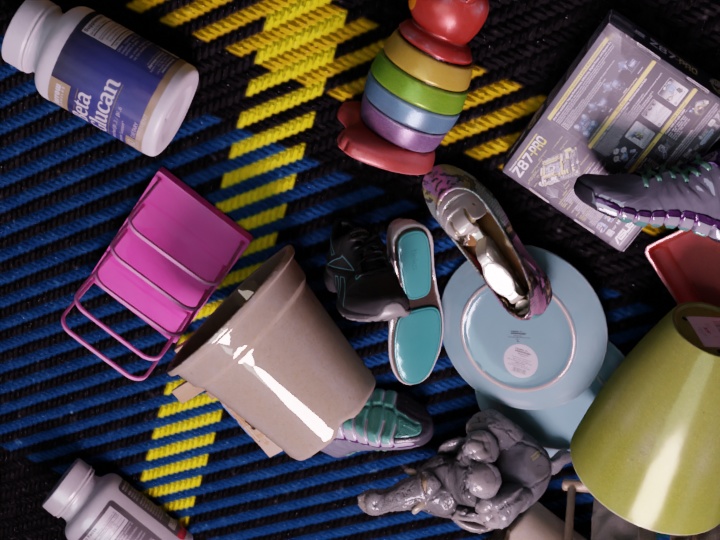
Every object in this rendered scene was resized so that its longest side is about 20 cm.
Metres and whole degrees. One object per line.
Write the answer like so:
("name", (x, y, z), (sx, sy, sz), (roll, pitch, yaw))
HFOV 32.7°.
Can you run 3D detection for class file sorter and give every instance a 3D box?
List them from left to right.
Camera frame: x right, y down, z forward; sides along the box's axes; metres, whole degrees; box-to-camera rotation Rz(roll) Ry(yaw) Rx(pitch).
("file sorter", (-0.250, 0.013, 1.470), (0.138, 0.126, 0.200), (36, 124, -6))

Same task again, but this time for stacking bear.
("stacking bear", (0.064, -0.211, 1.252), (0.112, 0.122, 0.202), (20, 116, -11))

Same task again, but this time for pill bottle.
("pill bottle", (-0.288, -0.220, 1.355), (0.198, 0.111, 0.112), (28, 124, 0))
("pill bottle", (-0.340, 0.354, 1.709), (0.199, 0.111, 0.111), (40, 123, -8))

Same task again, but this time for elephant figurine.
("elephant figurine", (0.123, 0.253, 1.479), (0.155, 0.142, 0.200), (42, 140, -10))

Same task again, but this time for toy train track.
("toy train track", (-0.166, 0.160, 1.590), (0.114, 0.033, 0.201), (-29, 113, 22))

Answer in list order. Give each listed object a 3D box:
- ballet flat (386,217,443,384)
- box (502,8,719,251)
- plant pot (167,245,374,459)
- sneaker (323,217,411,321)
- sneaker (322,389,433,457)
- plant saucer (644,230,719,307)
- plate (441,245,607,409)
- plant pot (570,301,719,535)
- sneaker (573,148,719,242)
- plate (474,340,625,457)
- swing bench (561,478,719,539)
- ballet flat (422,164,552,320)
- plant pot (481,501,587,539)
("ballet flat", (0.057, 0.031, 1.419), (0.068, 0.070, 0.203), (4, 115, 16))
("box", (0.263, -0.139, 1.261), (0.160, 0.049, 0.201), (31, 124, -5))
("plant pot", (-0.089, 0.108, 1.414), (0.184, 0.201, 0.200), (46, 122, -8))
("sneaker", (0.000, 0.000, 1.355), (0.074, 0.200, 0.081), (-7, 108, -18))
("sneaker", (0.001, 0.198, 1.538), (0.197, 0.075, 0.088), (5, 143, 20))
("plant saucer", (0.435, 0.005, 1.298), (0.198, 0.037, 0.201), (-28, 107, 30))
("plate", (0.181, 0.070, 1.397), (0.197, 0.026, 0.203), (8, 112, 20))
("plant pot", (0.340, 0.140, 1.307), (0.184, 0.188, 0.202), (18, 124, 6))
("sneaker", (0.311, -0.089, 1.217), (0.197, 0.075, 0.089), (11, 113, -11))
("plate", (0.230, 0.151, 1.457), (0.197, 0.026, 0.203), (9, 123, 13))
("swing bench", (0.334, 0.303, 1.395), (0.197, 0.200, 0.131), (16, 131, 1))
("ballet flat", (0.133, -0.031, 1.325), (0.069, 0.071, 0.201), (-38, 86, 24))
("plant pot", (0.231, 0.389, 1.514), (0.183, 0.200, 0.201), (44, 123, 3))
